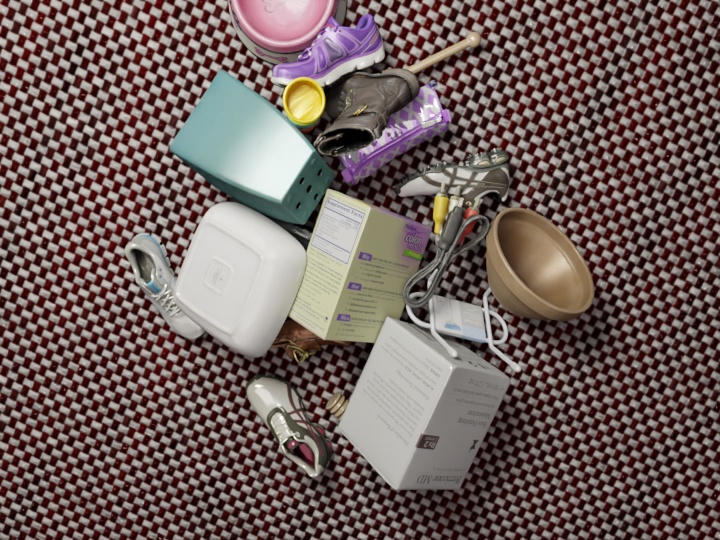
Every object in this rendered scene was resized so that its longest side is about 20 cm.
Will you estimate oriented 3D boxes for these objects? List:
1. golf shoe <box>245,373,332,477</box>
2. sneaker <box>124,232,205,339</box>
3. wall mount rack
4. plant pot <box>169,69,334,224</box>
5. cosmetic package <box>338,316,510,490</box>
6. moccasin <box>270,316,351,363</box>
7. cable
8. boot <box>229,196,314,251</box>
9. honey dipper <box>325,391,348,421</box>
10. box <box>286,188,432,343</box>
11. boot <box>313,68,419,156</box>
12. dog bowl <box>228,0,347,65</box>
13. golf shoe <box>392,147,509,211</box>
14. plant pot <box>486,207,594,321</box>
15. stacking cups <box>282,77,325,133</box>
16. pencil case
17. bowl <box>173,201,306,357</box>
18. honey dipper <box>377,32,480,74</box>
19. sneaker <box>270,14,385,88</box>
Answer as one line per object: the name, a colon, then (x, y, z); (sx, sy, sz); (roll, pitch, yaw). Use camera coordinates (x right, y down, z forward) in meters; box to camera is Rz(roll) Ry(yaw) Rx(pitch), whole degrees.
golf shoe: (-0.122, 0.262, 1.056); (0.077, 0.088, 0.200); (-42, 94, 7)
sneaker: (-0.328, 0.034, 1.025); (0.074, 0.087, 0.202); (-35, 98, 3)
wall mount rack: (0.174, 0.086, 0.986); (0.194, 0.178, 0.075); (14, 141, -19)
plant pot: (-0.147, -0.165, 0.923); (0.198, 0.141, 0.143); (33, 86, 23)
cosmetic package: (0.099, 0.212, 0.980); (0.162, 0.164, 0.205); (17, 100, -42)
moccasin: (-0.112, 0.117, 1.035); (0.194, 0.074, 0.080); (4, 75, -1)
cable: (0.134, -0.030, 0.973); (0.095, 0.050, 0.205); (22, 96, -8)
boot: (-0.158, -0.010, 1.009); (0.196, 0.076, 0.173); (21, 96, 17)
honey dipper: (0.018, 0.296, 1.089); (0.038, 0.038, 0.200); (-42, 100, 5)
box: (0.000, 0.000, 0.968); (0.095, 0.174, 0.205); (26, 100, 38)
boot: (-0.017, -0.227, 0.911); (0.175, 0.196, 0.070); (-52, 124, -36)
dog bowl: (-0.118, -0.433, 0.971); (0.193, 0.074, 0.207); (0, 98, 0)
golf shoe: (0.152, -0.133, 1.010); (0.194, 0.078, 0.097); (-12, 98, 3)
plant pot: (0.270, 0.006, 0.998); (0.199, 0.203, 0.093); (35, 133, -5)
stacking cups: (-0.084, -0.234, 0.931); (0.058, 0.200, 0.063); (0, 93, -5)
pencil case: (0.051, -0.215, 0.993); (0.197, 0.087, 0.084); (-30, 134, 6)
bowl: (-0.195, 0.010, 0.938); (0.197, 0.074, 0.204); (30, 98, 23)
honey dipper: (0.103, -0.331, 0.994); (0.195, 0.038, 0.039); (-24, 97, 4)
sneaker: (-0.055, -0.335, 0.946); (0.197, 0.080, 0.085); (-31, 121, -22)
